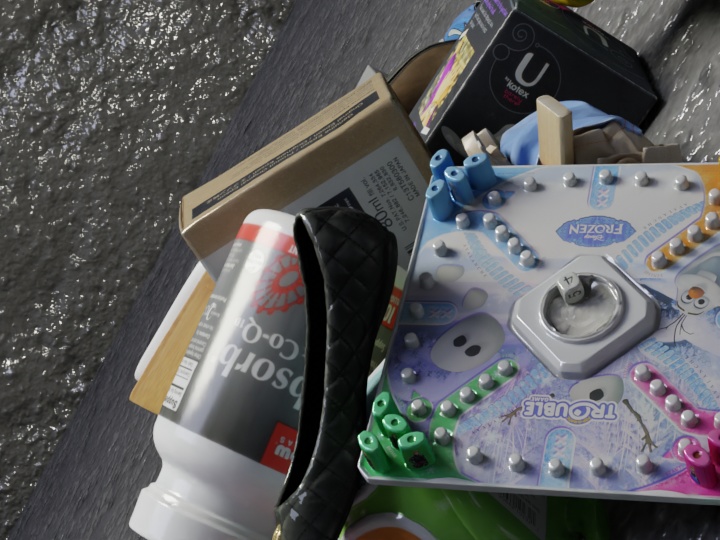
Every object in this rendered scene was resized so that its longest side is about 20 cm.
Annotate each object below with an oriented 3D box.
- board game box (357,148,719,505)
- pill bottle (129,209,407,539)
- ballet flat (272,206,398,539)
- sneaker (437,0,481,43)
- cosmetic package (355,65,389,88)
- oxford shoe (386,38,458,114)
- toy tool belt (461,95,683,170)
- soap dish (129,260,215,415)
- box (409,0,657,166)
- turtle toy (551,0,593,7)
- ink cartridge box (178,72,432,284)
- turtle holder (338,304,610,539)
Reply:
[{"bbox_3d":[0.109,0.018,0.773,0.026,0.198,0.202,66,-148,-48],"label":"board game box"},{"bbox_3d":[-0.053,0.076,0.923,0.202,0.115,0.116,-67,14,-7],"label":"pill bottle"},{"bbox_3d":[-0.025,0.067,0.801,0.066,0.056,0.203,169,112,-70],"label":"ballet flat"},{"bbox_3d":[0.107,-0.199,1.380,0.090,0.078,0.200,-61,13,14],"label":"sneaker"},{"bbox_3d":[0.031,-0.119,1.491,0.108,0.089,0.200,-62,17,10],"label":"cosmetic package"},{"bbox_3d":[0.091,-0.151,1.210,0.199,0.073,0.084,-32,13,-16],"label":"oxford shoe"},{"bbox_3d":[0.120,-0.061,0.947,0.124,0.123,0.200,-36,14,-3],"label":"toy tool belt"},{"bbox_3d":[-0.083,0.071,1.353,0.081,0.199,0.158,46,111,37],"label":"soap dish"},{"bbox_3d":[0.099,-0.088,1.100,0.201,0.121,0.106,-56,13,23],"label":"box"},{"bbox_3d":[0.201,-0.252,1.028,0.199,0.102,0.145,-34,19,-20],"label":"turtle toy"},{"bbox_3d":[0.000,0.000,1.034,0.164,0.201,0.075,-32,20,6],"label":"ink cartridge box"},{"bbox_3d":[0.046,0.093,0.855,0.131,0.140,0.187,-34,56,30],"label":"turtle holder"}]
